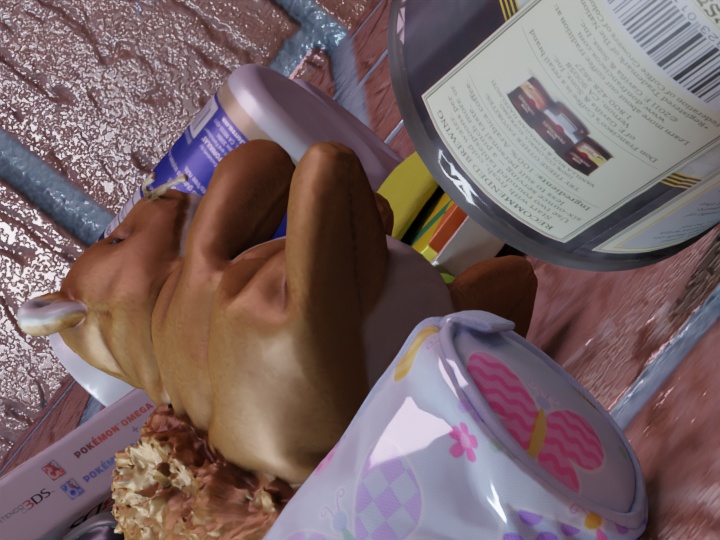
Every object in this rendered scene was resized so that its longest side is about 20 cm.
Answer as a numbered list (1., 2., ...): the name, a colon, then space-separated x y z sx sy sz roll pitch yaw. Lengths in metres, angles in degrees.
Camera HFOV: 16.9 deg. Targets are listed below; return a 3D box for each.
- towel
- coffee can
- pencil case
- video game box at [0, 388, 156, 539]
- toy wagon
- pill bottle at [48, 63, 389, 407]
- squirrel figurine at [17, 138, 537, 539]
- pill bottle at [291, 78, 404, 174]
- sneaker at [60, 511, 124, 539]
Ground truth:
1. towel: 0.000 0.000 1.203 0.086 0.018 0.200 -35 17 50
2. coffee can: 0.114 -0.098 0.773 0.147 0.146 0.200 -55 9 -27
3. pencil case: -0.004 0.105 0.729 0.200 0.091 0.083 -47 -32 21
4. video game box: -0.168 0.156 1.325 0.182 0.047 0.200 -32 -21 -43
5. toy wagon: 0.027 0.006 1.214 0.200 0.040 0.155 -45 9 40
6. pill bottle: -0.084 -0.010 1.399 0.200 0.116 0.116 -50 7 14
7. squirrel figurine: -0.054 0.048 0.961 0.186 0.141 0.201 7 82 40
8. pill bottle: -0.062 -0.016 1.578 0.200 0.112 0.112 -51 7 7
9. sneaker: -0.158 0.212 1.216 0.200 0.076 0.114 -51 8 29
